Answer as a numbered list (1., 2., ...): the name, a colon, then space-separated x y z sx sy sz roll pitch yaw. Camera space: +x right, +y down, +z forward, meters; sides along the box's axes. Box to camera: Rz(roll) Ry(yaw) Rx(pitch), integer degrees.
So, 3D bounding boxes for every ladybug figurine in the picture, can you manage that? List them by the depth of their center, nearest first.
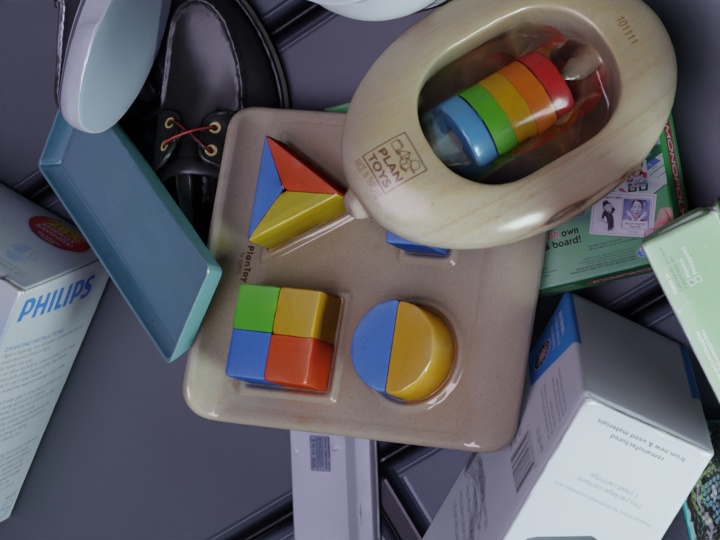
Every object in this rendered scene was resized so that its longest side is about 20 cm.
1. ladybug figurine: 0.076 -0.080 1.555 0.200 0.072 0.136 -27 78 -12

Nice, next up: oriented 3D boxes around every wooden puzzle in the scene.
1. wooden puzzle: 0.000 0.000 1.616 0.200 0.046 0.185 6 81 24

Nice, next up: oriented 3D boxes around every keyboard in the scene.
1. keyboard: -0.016 0.110 1.736 0.056 0.011 0.200 3 101 27

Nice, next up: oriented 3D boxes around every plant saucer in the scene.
1. plant saucer: -0.135 -0.033 1.693 0.200 0.019 0.070 54 130 43

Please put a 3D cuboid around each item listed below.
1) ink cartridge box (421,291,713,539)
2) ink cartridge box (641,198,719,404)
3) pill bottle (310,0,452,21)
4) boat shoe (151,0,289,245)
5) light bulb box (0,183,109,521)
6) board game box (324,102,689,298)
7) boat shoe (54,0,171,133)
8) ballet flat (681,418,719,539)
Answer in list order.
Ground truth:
1. ink cartridge box: 0.107 0.135 1.607 0.084 0.145 0.200 25 110 -11
2. ink cartridge box: 0.201 0.036 1.525 0.048 0.200 0.146 -27 90 6
3. pill bottle: 0.021 -0.195 1.556 0.113 0.200 0.113 4 101 21
4. boat shoe: -0.085 -0.068 1.701 0.074 0.063 0.201 1 99 24
5. light bulb box: -0.288 0.038 1.767 0.198 0.125 0.200 29 110 15
6. board game box: 0.083 -0.049 1.635 0.200 0.029 0.135 -13 78 24
7. boat shoe: -0.152 -0.183 1.693 0.066 0.070 0.200 15 95 30
8. ballet flat: 0.219 0.181 1.625 0.074 0.074 0.200 -6 101 23
